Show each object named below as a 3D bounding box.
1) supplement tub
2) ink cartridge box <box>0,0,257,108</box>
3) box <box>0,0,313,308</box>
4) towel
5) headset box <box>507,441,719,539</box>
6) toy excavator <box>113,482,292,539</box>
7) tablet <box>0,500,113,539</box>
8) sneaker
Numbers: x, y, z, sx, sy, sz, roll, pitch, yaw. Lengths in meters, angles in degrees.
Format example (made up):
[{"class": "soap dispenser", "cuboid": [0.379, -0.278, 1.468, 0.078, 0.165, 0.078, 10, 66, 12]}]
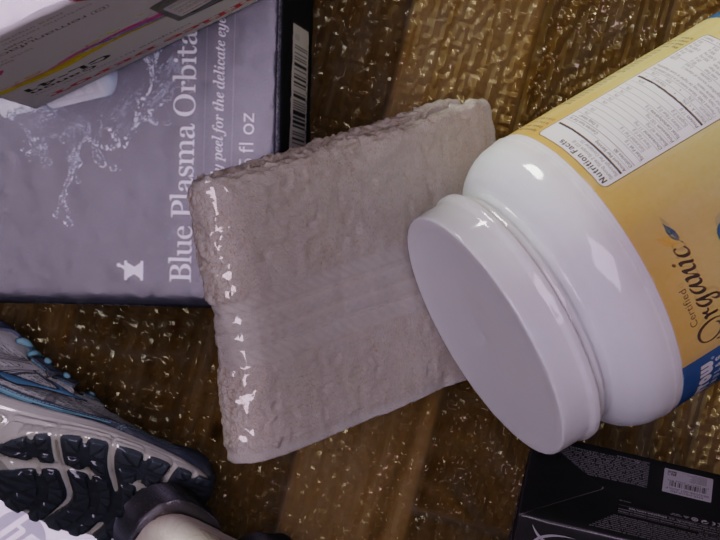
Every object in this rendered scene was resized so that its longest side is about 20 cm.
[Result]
[{"class": "supplement tub", "cuboid": [0.137, -0.019, 1.190, 0.200, 0.145, 0.145, -31, 87, -15]}, {"class": "ink cartridge box", "cuboid": [-0.113, -0.139, 1.096, 0.148, 0.200, 0.086, -25, 86, 5]}, {"class": "box", "cuboid": [-0.126, -0.081, 1.256, 0.200, 0.117, 0.197, 1, 90, 7]}, {"class": "towel", "cuboid": [0.000, 0.000, 1.210, 0.034, 0.200, 0.133, 0, 103, 43]}, {"class": "headset box", "cuboid": [0.128, 0.190, 1.217, 0.149, 0.075, 0.200, 14, 119, 4]}, {"class": "toy excavator", "cuboid": [-0.119, 0.200, 1.218, 0.194, 0.100, 0.200, 30, 94, -32]}, {"class": "tablet", "cuboid": [-0.181, 0.151, 1.311, 0.200, 0.014, 0.130, 34, 93, 4]}, {"class": "sneaker", "cuboid": [-0.163, 0.065, 1.278, 0.200, 0.078, 0.086, 17, 48, -10]}]
